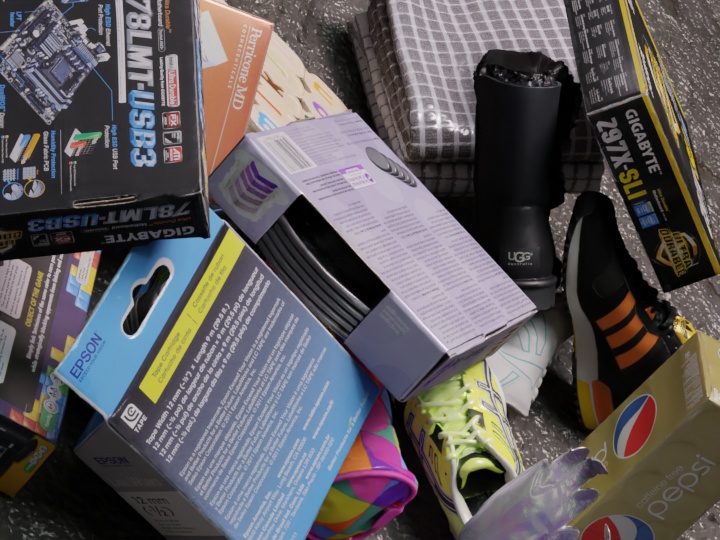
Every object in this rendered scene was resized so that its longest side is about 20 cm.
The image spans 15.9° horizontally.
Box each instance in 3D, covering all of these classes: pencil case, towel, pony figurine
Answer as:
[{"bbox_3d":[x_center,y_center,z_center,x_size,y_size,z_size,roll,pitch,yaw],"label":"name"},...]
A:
[{"bbox_3d":[-0.019,0.074,1.631,0.088,0.088,0.201,19,42,-33],"label":"pencil case"},{"bbox_3d":[0.091,-0.149,1.930,0.164,0.086,0.201,-4,51,-13],"label":"towel"},{"bbox_3d":[0.083,0.215,1.512,0.201,0.192,0.167,59,-7,34],"label":"pony figurine"}]

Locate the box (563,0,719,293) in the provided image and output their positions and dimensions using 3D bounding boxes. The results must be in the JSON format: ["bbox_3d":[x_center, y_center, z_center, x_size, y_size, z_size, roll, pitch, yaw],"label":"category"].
[{"bbox_3d":[0.193,-0.105,1.790,0.201,0.049,0.160,-93,161,-55],"label":"box"}]

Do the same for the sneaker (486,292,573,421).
[{"bbox_3d":[0.096,0.064,1.792,0.200,0.070,0.081,-17,88,-57],"label":"sneaker"}]

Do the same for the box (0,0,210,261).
[{"bbox_3d":[-0.186,-0.099,1.448,0.197,0.050,0.201,-5,56,-1],"label":"box"}]

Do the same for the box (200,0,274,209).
[{"bbox_3d":[-0.172,-0.123,1.601,0.199,0.097,0.125,18,81,-23],"label":"box"}]

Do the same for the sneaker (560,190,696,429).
[{"bbox_3d":[0.192,0.028,1.801,0.089,0.201,0.070,2,38,14],"label":"sneaker"}]

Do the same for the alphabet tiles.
[{"bbox_3d":[-0.045,-0.107,1.812,0.196,0.015,0.200,45,18,-18],"label":"alphabet tiles"}]

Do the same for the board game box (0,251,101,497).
[{"bbox_3d":[-0.241,0.012,1.486,0.165,0.057,0.201,30,36,-18],"label":"board game box"}]

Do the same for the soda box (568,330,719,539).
[{"bbox_3d":[0.185,0.133,1.675,0.067,0.200,0.064,27,37,-22],"label":"soda box"}]

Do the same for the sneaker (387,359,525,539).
[{"bbox_3d":[0.069,0.104,1.652,0.076,0.075,0.201,92,-28,-75],"label":"sneaker"}]

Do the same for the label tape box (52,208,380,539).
[{"bbox_3d":[-0.093,0.066,1.475,0.200,0.066,0.144,46,57,-30],"label":"label tape box"}]

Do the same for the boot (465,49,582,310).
[{"bbox_3d":[0.110,-0.070,1.801,0.076,0.170,0.200,3,9,0],"label":"boot"}]

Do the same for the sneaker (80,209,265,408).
[{"bbox_3d":[-0.103,0.024,1.581,0.200,0.082,0.071,-48,126,-53],"label":"sneaker"}]

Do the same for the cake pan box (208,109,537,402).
[{"bbox_3d":[0.009,-0.013,1.600,0.184,0.052,0.200,45,19,8],"label":"cake pan box"}]
